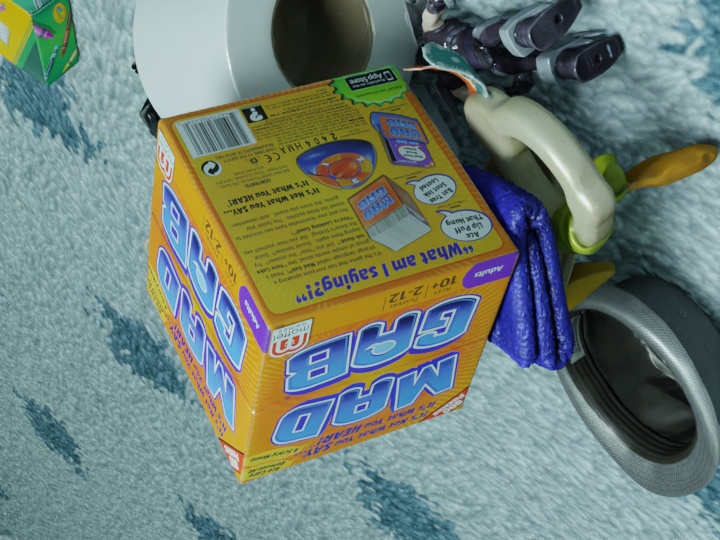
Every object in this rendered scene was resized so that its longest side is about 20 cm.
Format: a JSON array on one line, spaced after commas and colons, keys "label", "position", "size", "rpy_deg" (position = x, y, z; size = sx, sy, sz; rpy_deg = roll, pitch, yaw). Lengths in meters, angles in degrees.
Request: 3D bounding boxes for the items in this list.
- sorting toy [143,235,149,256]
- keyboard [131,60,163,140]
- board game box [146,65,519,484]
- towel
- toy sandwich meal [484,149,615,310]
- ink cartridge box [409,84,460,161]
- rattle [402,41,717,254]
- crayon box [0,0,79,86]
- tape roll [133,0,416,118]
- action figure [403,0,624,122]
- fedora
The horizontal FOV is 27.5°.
[{"label": "sorting toy", "position": [-0.187, 0.049, 1.889], "size": [0.199, 0.036, 0.186], "rpy_deg": [18, 141, 42]}, {"label": "keyboard", "position": [-0.170, -0.168, 1.331], "size": [0.039, 0.201, 0.105], "rpy_deg": [-20, 117, 19]}, {"label": "board game box", "position": [-0.032, 0.001, 1.118], "size": [0.201, 0.198, 0.201], "rpy_deg": [59, 153, 31]}, {"label": "towel", "position": [0.087, -0.012, 1.148], "size": [0.200, 0.049, 0.149], "rpy_deg": [32, 142, 59]}, {"label": "toy sandwich meal", "position": [0.151, -0.025, 1.236], "size": [0.070, 0.207, 0.205], "rpy_deg": [7, 161, -20]}, {"label": "ink cartridge box", "position": [0.067, -0.041, 1.328], "size": [0.201, 0.050, 0.161], "rpy_deg": [61, 158, 23]}, {"label": "rattle", "position": [0.148, -0.123, 1.100], "size": [0.200, 0.143, 0.130], "rpy_deg": [52, -175, 21]}, {"label": "crayon box", "position": [-0.420, -0.316, 1.705], "size": [0.199, 0.058, 0.119], "rpy_deg": [35, 151, 21]}, {"label": "tape roll", "position": [-0.071, -0.196, 1.229], "size": [0.139, 0.203, 0.204], "rpy_deg": [7, 133, 50]}, {"label": "action figure", "position": [0.106, -0.176, 1.160], "size": [0.199, 0.069, 0.130], "rpy_deg": [9, 142, 54]}, {"label": "fedora", "position": [0.255, 0.084, 1.263], "size": [0.201, 0.090, 0.177], "rpy_deg": [53, 151, 10]}]
